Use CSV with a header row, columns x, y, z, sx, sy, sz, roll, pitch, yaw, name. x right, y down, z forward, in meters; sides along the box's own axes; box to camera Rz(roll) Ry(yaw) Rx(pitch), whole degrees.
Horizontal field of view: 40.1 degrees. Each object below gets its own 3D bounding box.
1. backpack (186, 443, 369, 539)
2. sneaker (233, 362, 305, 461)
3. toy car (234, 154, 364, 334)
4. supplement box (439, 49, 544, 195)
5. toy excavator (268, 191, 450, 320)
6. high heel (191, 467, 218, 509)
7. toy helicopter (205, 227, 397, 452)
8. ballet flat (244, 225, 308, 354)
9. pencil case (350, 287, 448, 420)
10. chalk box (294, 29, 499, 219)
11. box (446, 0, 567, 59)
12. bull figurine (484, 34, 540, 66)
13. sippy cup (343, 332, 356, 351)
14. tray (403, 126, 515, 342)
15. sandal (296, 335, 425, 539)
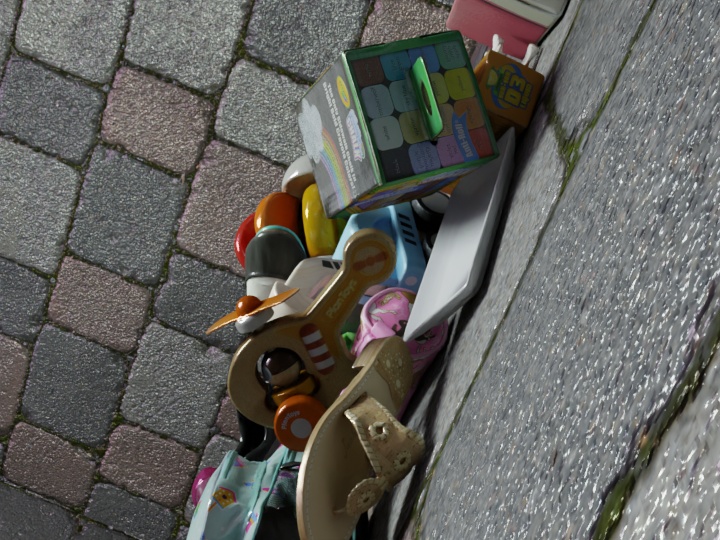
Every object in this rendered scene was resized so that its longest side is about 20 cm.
x,y,z,sx,sy,sz,roll,pitch,yaw,name
-0.070,0.237,0.838,0.200,0.152,0.177,-45,-26,-72,backpack
-0.081,0.132,1.024,0.075,0.087,0.201,-20,49,40,sneaker
-0.065,-0.021,1.135,0.200,0.149,0.176,62,-160,-63,toy car
0.115,-0.143,1.007,0.200,0.068,0.067,126,167,-71,supplement box
0.000,0.000,0.976,0.195,0.198,0.100,-100,25,-46,toy excavator
-0.105,0.287,0.986,0.067,0.201,0.096,-24,10,-6,high heel
-0.044,0.044,0.838,0.201,0.132,0.079,-54,6,12,toy helicopter
-0.088,0.031,1.012,0.200,0.067,0.069,102,175,-62,ballet flat
0.016,0.102,0.939,0.201,0.082,0.087,114,175,-45,pencil case
0.037,-0.136,0.902,0.200,0.123,0.125,-21,84,68,chalk box
0.174,-0.330,1.089,0.200,0.108,0.129,132,161,-89,box
0.140,-0.196,1.141,0.122,0.065,0.200,-62,7,-4,bull figurine
-0.031,0.165,1.118,0.131,0.138,0.179,-87,-18,-54,sippy cup
0.095,-0.030,0.870,0.107,0.022,0.201,-46,17,48,tray
0.019,0.122,0.749,0.069,0.078,0.212,-14,32,30,sandal
